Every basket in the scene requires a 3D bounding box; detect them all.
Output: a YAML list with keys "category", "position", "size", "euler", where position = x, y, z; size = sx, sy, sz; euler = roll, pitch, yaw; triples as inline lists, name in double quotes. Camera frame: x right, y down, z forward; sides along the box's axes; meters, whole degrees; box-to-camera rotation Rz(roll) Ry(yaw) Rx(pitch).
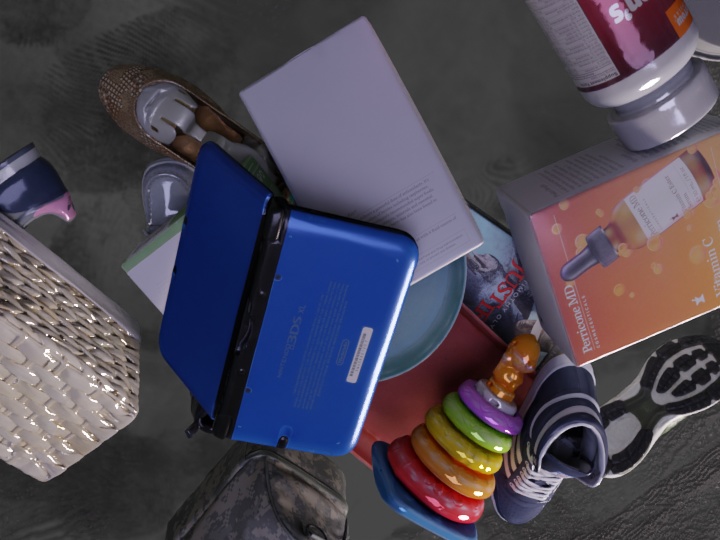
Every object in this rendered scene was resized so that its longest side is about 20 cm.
- category: "basket"
  position: [-0.298, 0.073, 0.829]
  size: [0.135, 0.124, 0.200]
  euler: [-35, 132, 10]

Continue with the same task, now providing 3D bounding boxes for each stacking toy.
- category: "stacking toy"
  position: [0.107, 0.143, 0.882]
  size: [0.109, 0.116, 0.202]
  euler: [29, 103, -19]

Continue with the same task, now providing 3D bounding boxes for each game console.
- category: "game console"
  position: [-0.065, 0.024, 0.752]
  size: [0.167, 0.119, 0.203]
  euler: [12, 116, -13]

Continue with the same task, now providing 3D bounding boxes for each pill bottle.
- category: "pill bottle"
  position: [0.211, -0.209, 0.789]
  size: [0.109, 0.110, 0.201]
  euler: [-34, 106, 10]

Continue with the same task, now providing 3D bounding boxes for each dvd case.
- category: "dvd case"
  position: [0.120, 0.030, 0.929]
  size: [0.198, 0.022, 0.147]
  euler: [32, 106, -17]

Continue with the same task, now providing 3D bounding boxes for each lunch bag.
- category: "lunch bag"
  position: [-0.106, 0.282, 0.933]
  size: [0.139, 0.168, 0.200]
  euler: [38, 105, -17]

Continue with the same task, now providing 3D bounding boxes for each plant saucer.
- category: "plant saucer"
  position: [0.086, 0.138, 0.945]
  size: [0.199, 0.037, 0.199]
  euler: [41, 112, -20]
- category: "plant saucer"
  position: [0.000, 0.000, 0.868]
  size: [0.196, 0.027, 0.205]
  euler: [0, 87, 10]

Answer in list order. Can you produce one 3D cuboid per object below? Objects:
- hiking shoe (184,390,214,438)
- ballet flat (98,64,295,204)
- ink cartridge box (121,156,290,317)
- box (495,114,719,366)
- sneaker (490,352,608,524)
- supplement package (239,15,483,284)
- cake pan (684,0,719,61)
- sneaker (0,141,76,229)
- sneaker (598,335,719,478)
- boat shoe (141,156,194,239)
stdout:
- category: "hiking shoe"
  position: [-0.071, 0.111, 0.904]
  size: [0.197, 0.101, 0.077]
  euler: [-23, 112, 5]
- category: "ballet flat"
  position: [-0.135, -0.119, 0.819]
  size: [0.198, 0.065, 0.071]
  euler: [30, 83, -12]
- category: "ink cartridge box"
  position: [-0.089, 0.026, 0.819]
  size: [0.144, 0.048, 0.201]
  euler: [-33, 106, 19]
- category: "box"
  position: [0.246, -0.033, 0.854]
  size: [0.197, 0.106, 0.154]
  euler: [-23, 109, -1]
- category: "sneaker"
  position: [0.173, 0.187, 0.888]
  size: [0.069, 0.109, 0.203]
  euler: [12, 119, -6]
- category: "supplement package"
  position: [0.007, -0.083, 0.790]
  size: [0.120, 0.120, 0.203]
  euler: [-28, 88, 8]
- category: "cake pan"
  position: [0.333, -0.280, 0.814]
  size: [0.196, 0.037, 0.204]
  euler: [-2, 112, -4]
- category: "sneaker"
  position: [-0.344, -0.024, 0.848]
  size: [0.199, 0.070, 0.082]
  euler: [-36, 108, 12]
- category: "sneaker"
  position: [0.296, 0.139, 0.969]
  size: [0.198, 0.089, 0.077]
  euler: [-34, 71, -8]
- category: "boat shoe"
  position: [-0.154, -0.003, 0.872]
  size: [0.073, 0.065, 0.206]
  euler: [-9, 112, 0]
